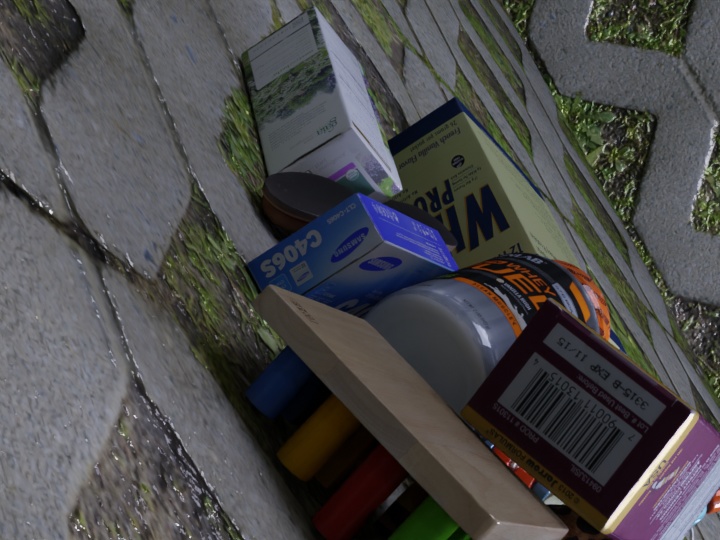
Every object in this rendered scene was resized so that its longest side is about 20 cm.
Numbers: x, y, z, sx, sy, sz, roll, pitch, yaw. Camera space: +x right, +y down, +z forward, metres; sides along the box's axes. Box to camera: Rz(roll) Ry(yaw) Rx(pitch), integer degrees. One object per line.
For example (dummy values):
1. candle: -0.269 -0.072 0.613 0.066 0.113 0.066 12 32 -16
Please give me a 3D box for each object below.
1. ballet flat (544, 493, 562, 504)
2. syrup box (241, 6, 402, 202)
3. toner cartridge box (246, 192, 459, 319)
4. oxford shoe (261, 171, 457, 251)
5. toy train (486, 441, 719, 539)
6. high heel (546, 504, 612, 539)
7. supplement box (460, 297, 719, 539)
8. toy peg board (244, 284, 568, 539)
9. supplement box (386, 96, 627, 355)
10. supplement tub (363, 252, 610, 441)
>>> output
1. ballet flat: 0.139 0.181 1.706 0.067 0.067 0.200 56 10 -37
2. syrup box: -0.034 -0.122 1.753 0.081 0.079 0.200 49 14 -35
3. toner cartridge box: 0.000 0.000 1.542 0.043 0.095 0.200 60 13 15
4. oxford shoe: -0.009 -0.022 1.646 0.200 0.071 0.071 19 26 -46
5. toy train: 0.180 0.163 1.660 0.200 0.056 0.151 34 58 -3
6. high heel: 0.171 0.249 1.542 0.199 0.072 0.143 24 41 -8
7. supplement box: 0.170 0.114 1.473 0.131 0.103 0.200 38 1 23
8. toy peg board: 0.008 0.122 1.331 0.199 0.098 0.200 45 6 18
9. supplement box: 0.104 -0.002 1.864 0.200 0.134 0.200 40 21 -55
10. supplement tub: 0.095 0.056 1.570 0.200 0.122 0.123 -18 75 -54
